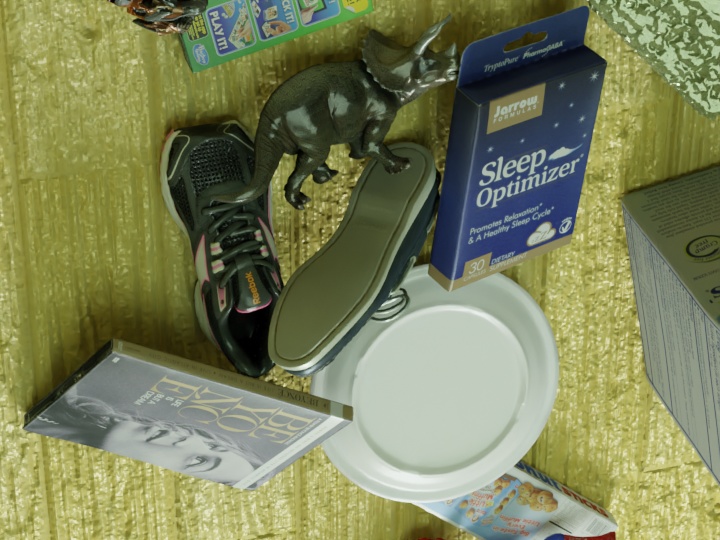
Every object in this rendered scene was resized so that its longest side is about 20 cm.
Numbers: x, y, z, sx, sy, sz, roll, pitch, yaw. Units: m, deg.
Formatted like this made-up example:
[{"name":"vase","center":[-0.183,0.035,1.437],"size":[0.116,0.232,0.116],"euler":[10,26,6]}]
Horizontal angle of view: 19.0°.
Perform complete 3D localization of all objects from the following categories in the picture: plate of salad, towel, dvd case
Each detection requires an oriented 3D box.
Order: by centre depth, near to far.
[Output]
[{"name":"towel","center":[0.237,-0.210,1.513],"size":[0.200,0.037,0.148],"euler":[39,110,-14]},{"name":"dvd case","center":[-0.127,0.110,1.582],"size":[0.199,0.016,0.149],"euler":[18,145,-28]},{"name":"plate of salad","center":[0.056,0.085,1.660],"size":[0.199,0.048,0.201],"euler":[-5,110,-13]}]

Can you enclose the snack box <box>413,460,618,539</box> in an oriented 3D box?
[{"name":"snack box","center":[0.120,0.192,1.763],"size":[0.200,0.024,0.072],"euler":[32,107,-32]}]

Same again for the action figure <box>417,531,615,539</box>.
[{"name":"action figure","center":[0.109,0.245,1.754],"size":[0.199,0.052,0.066],"euler":[-1,143,4]}]

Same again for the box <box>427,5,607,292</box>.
[{"name":"box","center":[0.114,-0.086,1.547],"size":[0.121,0.032,0.201],"euler":[-21,135,-31]}]

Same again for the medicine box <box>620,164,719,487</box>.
[{"name":"medicine box","center":[0.287,0.050,1.626],"size":[0.103,0.200,0.183],"euler":[-18,125,-8]}]

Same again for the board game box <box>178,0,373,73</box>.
[{"name":"board game box","center":[-0.076,-0.241,1.422],"size":[0.134,0.029,0.201],"euler":[-19,125,-6]}]

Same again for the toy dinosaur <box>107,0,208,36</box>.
[{"name":"toy dinosaur","center":[-0.181,-0.219,1.355],"size":[0.199,0.103,0.136],"euler":[14,159,-27]}]

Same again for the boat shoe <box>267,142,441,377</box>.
[{"name":"boat shoe","center":[0.000,0.000,1.532],"size":[0.200,0.075,0.062],"euler":[-63,148,-28]}]

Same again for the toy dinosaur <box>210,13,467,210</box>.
[{"name":"toy dinosaur","center":[-0.024,-0.107,1.499],"size":[0.199,0.077,0.103],"euler":[-21,117,-12]}]

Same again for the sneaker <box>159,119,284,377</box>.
[{"name":"sneaker","center":[-0.084,-0.012,1.525],"size":[0.080,0.086,0.201],"euler":[-20,124,-9]}]
